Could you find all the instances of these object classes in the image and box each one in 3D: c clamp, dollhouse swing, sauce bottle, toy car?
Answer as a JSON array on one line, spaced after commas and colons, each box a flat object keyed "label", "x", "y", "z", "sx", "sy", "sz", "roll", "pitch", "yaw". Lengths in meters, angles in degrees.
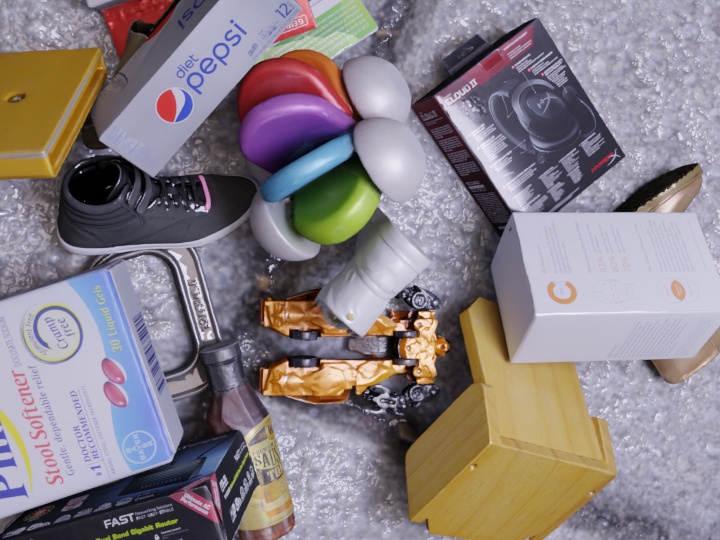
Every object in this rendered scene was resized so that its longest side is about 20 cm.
[{"label": "c clamp", "x": -0.222, "y": 0.063, "z": 0.901, "sx": 0.171, "sy": 0.027, "sz": 0.200, "roll": -11, "pitch": 94, "yaw": -17}, {"label": "dollhouse swing", "x": 0.143, "y": 0.163, "z": 0.980, "sx": 0.200, "sy": 0.176, "sz": 0.182, "roll": 19, "pitch": 123, "yaw": -36}, {"label": "sauce bottle", "x": -0.117, "y": 0.170, "z": 0.912, "sx": 0.066, "sy": 0.066, "sz": 0.200, "roll": -17, "pitch": 100, "yaw": -15}, {"label": "toy car", "x": -0.047, "y": -0.121, "z": 0.841, "sx": 0.175, "sy": 0.200, "sz": 0.150, "roll": -28, "pitch": 140, "yaw": 24}]

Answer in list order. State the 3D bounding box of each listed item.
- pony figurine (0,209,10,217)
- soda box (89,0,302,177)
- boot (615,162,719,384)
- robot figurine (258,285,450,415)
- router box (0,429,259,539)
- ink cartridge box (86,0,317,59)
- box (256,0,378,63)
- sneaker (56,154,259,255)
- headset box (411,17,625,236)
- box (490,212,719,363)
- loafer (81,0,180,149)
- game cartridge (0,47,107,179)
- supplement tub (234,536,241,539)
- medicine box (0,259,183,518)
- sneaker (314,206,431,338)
[{"label": "pony figurine", "x": -0.418, "y": -0.024, "z": 0.775, "sx": 0.193, "sy": 0.200, "sz": 0.167, "roll": -10, "pitch": 101, "yaw": -1}, {"label": "soda box", "x": -0.146, "y": -0.182, "z": 0.793, "sx": 0.200, "sy": 0.068, "sz": 0.063, "roll": -46, "pitch": 130, "yaw": 11}, {"label": "boot", "x": 0.367, "y": 0.002, "z": 1.059, "sx": 0.175, "sy": 0.066, "sz": 0.200, "roll": -38, "pitch": 101, "yaw": 0}, {"label": "robot figurine", "x": -0.005, "y": 0.077, "z": 0.950, "sx": 0.200, "sy": 0.058, "sz": 0.145, "roll": 2, "pitch": 91, "yaw": -16}, {"label": "router box", "x": -0.202, "y": 0.216, "z": 0.816, "sx": 0.200, "sy": 0.150, "sz": 0.062, "roll": -16, "pitch": 96, "yaw": 4}, {"label": "ink cartridge box", "x": -0.161, "y": -0.284, "z": 0.866, "sx": 0.200, "sy": 0.045, "sz": 0.176, "roll": -19, "pitch": 101, "yaw": 3}, {"label": "box", "x": -0.095, "y": -0.289, "z": 0.926, "sx": 0.144, "sy": 0.036, "sz": 0.200, "roll": -36, "pitch": 100, "yaw": -12}, {"label": "sneaker", "x": -0.189, "y": -0.069, "z": 0.863, "sx": 0.200, "sy": 0.099, "sz": 0.071, "roll": -12, "pitch": 68, "yaw": -15}, {"label": "headset box", "x": 0.165, "y": -0.158, "z": 0.985, "sx": 0.149, "sy": 0.077, "sz": 0.200, "roll": -39, "pitch": 101, "yaw": -12}, {"label": "box", "x": 0.249, "y": 0.017, "z": 0.934, "sx": 0.200, "sy": 0.098, "sz": 0.125, "roll": 0, "pitch": 55, "yaw": -8}, {"label": "loafer", "x": -0.198, "y": -0.196, "z": 0.854, "sx": 0.200, "sy": 0.076, "sz": 0.067, "roll": -42, "pitch": 123, "yaw": 7}, {"label": "game cartridge", "x": -0.332, "y": -0.130, "z": 0.770, "sx": 0.200, "sy": 0.176, "sz": 0.032, "roll": -3, "pitch": 130, "yaw": 6}, {"label": "supplement tub", "x": -0.156, "y": 0.362, "z": 0.867, "sx": 0.145, "sy": 0.145, "sz": 0.200, "roll": 22, "pitch": 85, "yaw": -16}, {"label": "medicine box", "x": -0.286, "y": 0.108, "z": 0.828, "sx": 0.200, "sy": 0.103, "sz": 0.182, "roll": -18, "pitch": 96, "yaw": -5}, {"label": "sneaker", "x": 0.000, "y": 0.000, "z": 0.890, "sx": 0.074, "sy": 0.200, "sz": 0.116, "roll": 42, "pitch": 95, "yaw": -8}]
